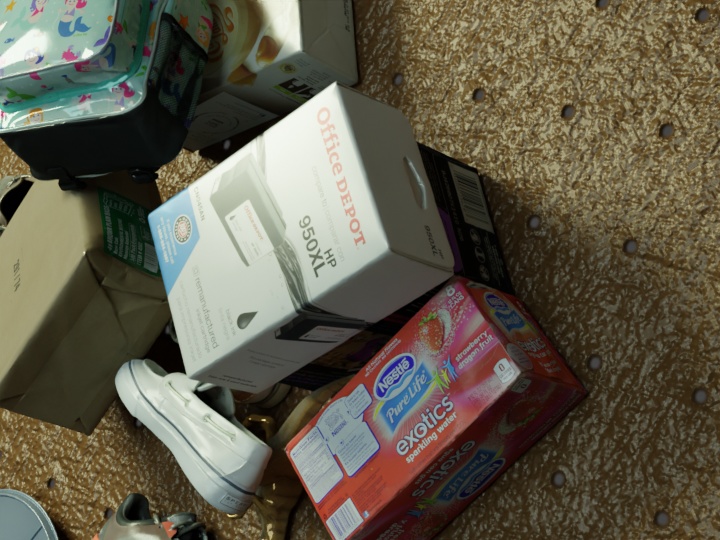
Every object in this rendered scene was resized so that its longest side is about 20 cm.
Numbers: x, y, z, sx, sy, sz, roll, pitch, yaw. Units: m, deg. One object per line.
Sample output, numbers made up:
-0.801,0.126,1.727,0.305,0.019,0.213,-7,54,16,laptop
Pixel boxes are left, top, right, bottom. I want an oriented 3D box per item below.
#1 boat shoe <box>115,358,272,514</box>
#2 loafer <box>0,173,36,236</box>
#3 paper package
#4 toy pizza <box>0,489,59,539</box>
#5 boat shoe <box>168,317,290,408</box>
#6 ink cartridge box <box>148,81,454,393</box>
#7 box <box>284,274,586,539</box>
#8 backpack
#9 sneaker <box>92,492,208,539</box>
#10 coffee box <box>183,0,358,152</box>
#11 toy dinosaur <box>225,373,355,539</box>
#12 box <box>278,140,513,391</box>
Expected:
-0.128,0.117,1.230,0.067,0.073,0.200,-53,47,4,boat shoe
-0.325,-0.067,1.507,0.200,0.063,0.072,3,79,39,loafer
-0.254,0.011,1.356,0.191,0.103,0.200,-54,31,23,paper package
-0.340,0.308,1.439,0.200,0.032,0.201,-13,69,36,toy pizza
-0.130,0.032,1.317,0.075,0.068,0.200,-51,52,16,boat shoe
-0.047,-0.021,1.114,0.200,0.084,0.145,-32,61,28,ink cartridge box
0.053,0.112,1.129,0.200,0.095,0.100,-47,54,20,box
-0.221,-0.189,1.286,0.177,0.151,0.200,-6,50,25,backpack
-0.155,0.245,1.280,0.200,0.077,0.082,25,88,40,sneaker
-0.106,-0.195,1.352,0.200,0.080,0.115,-19,65,34,coffee box
-0.063,0.151,1.250,0.106,0.060,0.201,26,105,28,toy dinosaur
0.000,0.000,1.196,0.200,0.106,0.123,-27,63,30,box
